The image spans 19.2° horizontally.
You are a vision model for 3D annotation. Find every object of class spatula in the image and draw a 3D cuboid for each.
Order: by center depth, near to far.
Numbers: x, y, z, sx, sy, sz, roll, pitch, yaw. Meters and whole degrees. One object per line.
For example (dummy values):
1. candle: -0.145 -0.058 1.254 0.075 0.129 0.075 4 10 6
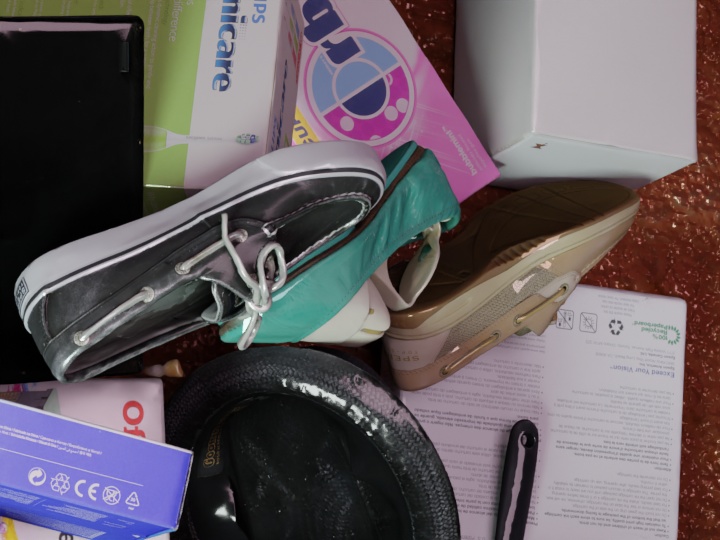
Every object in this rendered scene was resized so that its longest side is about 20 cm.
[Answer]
1. spatula: 0.087 0.187 1.258 0.056 0.021 0.201 12 75 -26

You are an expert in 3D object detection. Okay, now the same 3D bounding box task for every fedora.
1. fedora: -0.021 0.117 1.210 0.201 0.200 0.092 47 32 -9

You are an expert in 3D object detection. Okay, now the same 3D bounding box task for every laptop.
1. laptop: -0.223 -0.043 1.105 0.199 0.116 0.188 -3 103 -22

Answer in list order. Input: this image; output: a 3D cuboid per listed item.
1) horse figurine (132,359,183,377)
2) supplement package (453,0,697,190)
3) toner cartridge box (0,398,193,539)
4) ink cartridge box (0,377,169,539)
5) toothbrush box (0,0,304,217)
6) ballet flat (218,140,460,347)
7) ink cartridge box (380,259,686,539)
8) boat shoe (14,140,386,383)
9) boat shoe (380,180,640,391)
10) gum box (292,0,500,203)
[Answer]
1. horse figurine: -0.110 0.014 1.201 0.200 0.132 0.050 -42 117 -45
2. supplement package: 0.133 -0.157 1.335 0.117 0.117 0.201 9 75 -23
3. toner cartridge box: -0.193 0.090 1.061 0.200 0.095 0.043 18 73 -20
4. ink cartridge box: -0.206 0.132 1.146 0.199 0.084 0.145 1 80 -24
5. toothbrush box: -0.139 -0.096 1.164 0.199 0.086 0.146 1 67 7
6. ballet flat: 0.000 0.000 1.172 0.070 0.067 0.200 52 44 -6
7. ink cartridge box: 0.105 0.105 1.314 0.196 0.043 0.201 9 79 -21
8. boat shoe: -0.070 -0.002 1.064 0.199 0.074 0.068 -20 58 -18
9. boat shoe: 0.090 0.006 1.272 0.200 0.072 0.065 -30 124 -32
10. gum box: -0.022 -0.106 1.284 0.113 0.066 0.200 -35 94 -27
